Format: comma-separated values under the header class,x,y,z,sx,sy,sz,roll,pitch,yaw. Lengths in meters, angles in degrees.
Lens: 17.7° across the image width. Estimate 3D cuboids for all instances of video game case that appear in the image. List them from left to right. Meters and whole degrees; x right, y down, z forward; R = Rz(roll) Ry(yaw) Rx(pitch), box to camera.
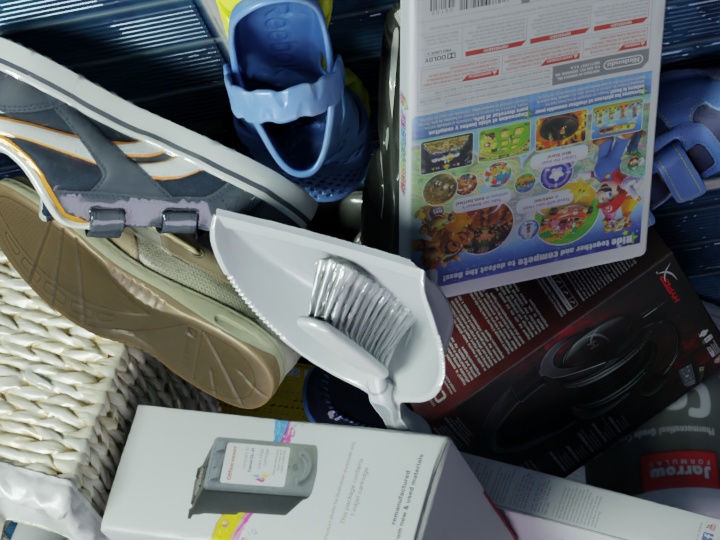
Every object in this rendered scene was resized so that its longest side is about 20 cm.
class,x,y,z,sx,sy,sz,roll,pitch,yaw
video game case,0.088,-0.081,1.205,0.142,0.018,0.201,-12,126,-16

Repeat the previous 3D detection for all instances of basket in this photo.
class,x,y,z,sx,sy,sz,roll,pitch,yaw
basket,-0.206,0.096,1.411,0.197,0.162,0.200,13,153,20

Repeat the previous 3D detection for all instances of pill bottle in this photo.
class,x,y,z,sx,sy,sz,roll,pitch,yaw
pill bottle,0.202,0.130,1.507,0.113,0.202,0.114,-2,150,-1

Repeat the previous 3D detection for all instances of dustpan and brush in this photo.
class,x,y,z,sx,sy,sz,roll,pitch,yaw
dustpan and brush,0.006,0.046,1.242,0.139,0.058,0.200,15,163,33

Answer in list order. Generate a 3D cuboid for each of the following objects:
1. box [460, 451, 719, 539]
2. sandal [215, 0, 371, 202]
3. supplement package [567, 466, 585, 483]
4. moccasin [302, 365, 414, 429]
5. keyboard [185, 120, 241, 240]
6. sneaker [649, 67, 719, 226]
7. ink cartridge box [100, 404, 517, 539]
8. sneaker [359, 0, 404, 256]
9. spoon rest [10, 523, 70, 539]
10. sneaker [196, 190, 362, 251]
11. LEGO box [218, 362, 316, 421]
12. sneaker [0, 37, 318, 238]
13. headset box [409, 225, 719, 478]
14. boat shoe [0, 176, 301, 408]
class,x,y,z,sx,sy,sz,roll,pitch,yaw
box,0.120,0.179,1.398,0.198,0.036,0.145,14,143,17
sandal,-0.036,-0.085,1.239,0.079,0.088,0.200,-11,152,7
supplement package,0.095,0.241,1.690,0.116,0.202,0.117,19,144,-32
moccasin,0.056,0.080,1.547,0.199,0.081,0.068,3,166,-35
keyboard,-0.119,-0.033,1.387,0.103,0.040,0.200,-19,153,-10
sneaker,0.152,-0.055,1.308,0.199,0.083,0.074,-17,146,20
ink cartridge box,-0.026,0.152,1.330,0.198,0.086,0.148,3,152,26
sneaker,0.065,-0.052,1.264,0.114,0.076,0.202,-1,123,-13
spoon rest,-0.209,0.179,1.618,0.060,0.100,0.201,4,123,-22
sneaker,0.000,0.000,1.401,0.199,0.078,0.099,17,129,-43
LEGO box,-0.060,0.130,1.611,0.198,0.078,0.149,10,148,-19
sneaker,-0.125,-0.049,1.246,0.199,0.080,0.078,25,176,-7
headset box,0.114,0.055,1.426,0.199,0.077,0.149,-36,143,3
boat shoe,-0.119,0.001,1.301,0.199,0.065,0.072,30,139,11
